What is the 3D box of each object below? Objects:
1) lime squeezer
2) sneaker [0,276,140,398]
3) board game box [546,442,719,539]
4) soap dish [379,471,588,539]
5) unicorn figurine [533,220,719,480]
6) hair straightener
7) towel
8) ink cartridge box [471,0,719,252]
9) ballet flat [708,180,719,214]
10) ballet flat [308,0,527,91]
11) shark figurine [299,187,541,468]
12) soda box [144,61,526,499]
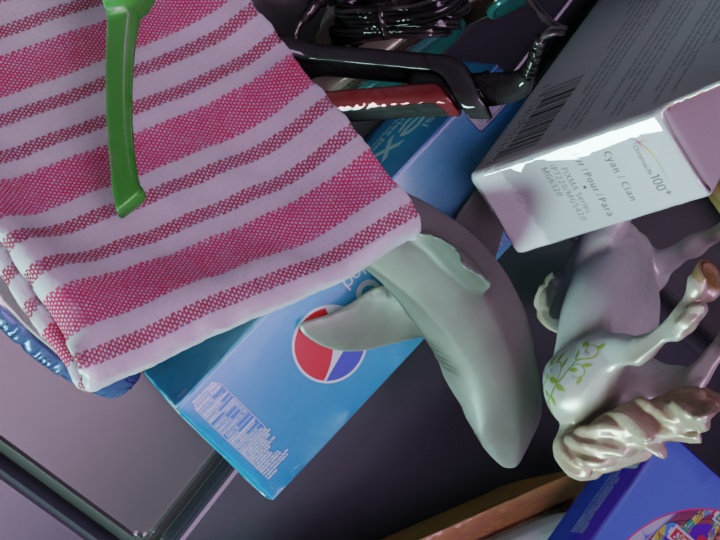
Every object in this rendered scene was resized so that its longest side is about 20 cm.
[{"bbox_3d":[-0.119,-0.111,0.642,0.071,0.038,0.200,-44,73,4],"label":"lime squeezer"},{"bbox_3d":[-0.144,-0.038,0.700,0.088,0.075,0.200,-44,107,-10],"label":"sneaker"},{"bbox_3d":[0.113,0.187,0.732,0.134,0.045,0.200,41,75,-9],"label":"board game box"},{"bbox_3d":[0.030,0.194,0.801,0.199,0.081,0.158,-21,106,-14],"label":"soap dish"},{"bbox_3d":[0.114,0.013,0.730,0.074,0.200,0.137,42,128,-4],"label":"unicorn figurine"},{"bbox_3d":[-0.011,-0.096,0.701,0.041,0.199,0.077,34,57,-59],"label":"hair straightener"},{"bbox_3d":[-0.088,-0.061,0.645,0.146,0.030,0.200,-27,67,-25],"label":"towel"},{"bbox_3d":[0.156,-0.099,0.699,0.045,0.176,0.200,55,43,-18],"label":"ink cartridge box"},{"bbox_3d":[0.222,-0.011,0.841,0.069,0.063,0.200,-47,111,-8],"label":"ballet flat"},{"bbox_3d":[0.038,-0.128,0.762,0.199,0.069,0.070,-31,108,-10],"label":"ballet flat"},{"bbox_3d":[0.004,-0.004,0.682,0.214,0.089,0.129,19,92,-24],"label":"shark figurine"},{"bbox_3d":[0.000,0.000,0.763,0.200,0.068,0.064,-46,110,-6],"label":"soda box"}]
